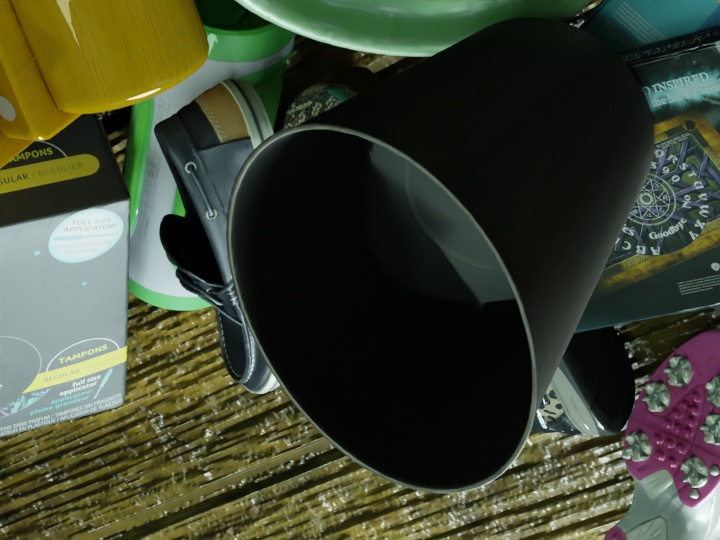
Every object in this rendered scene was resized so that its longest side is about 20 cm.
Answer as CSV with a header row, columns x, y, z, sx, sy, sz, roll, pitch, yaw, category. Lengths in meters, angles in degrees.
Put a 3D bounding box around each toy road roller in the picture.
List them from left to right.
x,y,z,sx,sy,sz,roll,pitch,yaw,category
-0.170,-0.117,1.232,0.146,0.200,0.123,7,128,41,toy road roller

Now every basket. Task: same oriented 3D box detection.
x,y,z,sx,sy,sz,roll,pitch,yaw,category
0.049,-0.028,1.135,0.136,0.200,0.181,-14,111,34,basket

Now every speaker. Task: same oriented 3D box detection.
x,y,z,sx,sy,sz,roll,pitch,yaw,category
-0.090,-0.074,1.381,0.088,0.088,0.200,24,132,12,speaker

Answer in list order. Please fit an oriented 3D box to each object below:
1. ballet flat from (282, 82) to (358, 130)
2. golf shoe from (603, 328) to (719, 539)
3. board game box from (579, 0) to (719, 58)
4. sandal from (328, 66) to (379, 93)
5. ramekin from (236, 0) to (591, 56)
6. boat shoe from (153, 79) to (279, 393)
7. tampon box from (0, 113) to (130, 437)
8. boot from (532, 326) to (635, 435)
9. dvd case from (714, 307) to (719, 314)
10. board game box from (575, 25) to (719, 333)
x,y,z,sx,sy,sz,roll,pitch,yaw,category
0.000,0.000,1.315,0.075,0.068,0.200,33,137,52,ballet flat
0.192,0.116,1.382,0.075,0.091,0.200,39,127,38,golf shoe
0.223,-0.138,1.172,0.151,0.047,0.200,41,128,-1,board game box
-0.028,-0.022,1.382,0.082,0.054,0.200,52,140,37,sandal
0.022,-0.193,1.172,0.199,0.098,0.200,5,154,2,ramekin
-0.075,-0.012,1.332,0.075,0.062,0.200,53,156,43,boat shoe
-0.217,-0.010,1.402,0.200,0.150,0.126,97,154,-54,tampon box
0.047,0.016,1.384,0.154,0.073,0.204,-14,114,39,boot
0.230,-0.020,1.290,0.200,0.016,0.149,45,133,-6,dvd case
0.120,-0.038,1.237,0.200,0.028,0.136,-12,111,33,board game box
